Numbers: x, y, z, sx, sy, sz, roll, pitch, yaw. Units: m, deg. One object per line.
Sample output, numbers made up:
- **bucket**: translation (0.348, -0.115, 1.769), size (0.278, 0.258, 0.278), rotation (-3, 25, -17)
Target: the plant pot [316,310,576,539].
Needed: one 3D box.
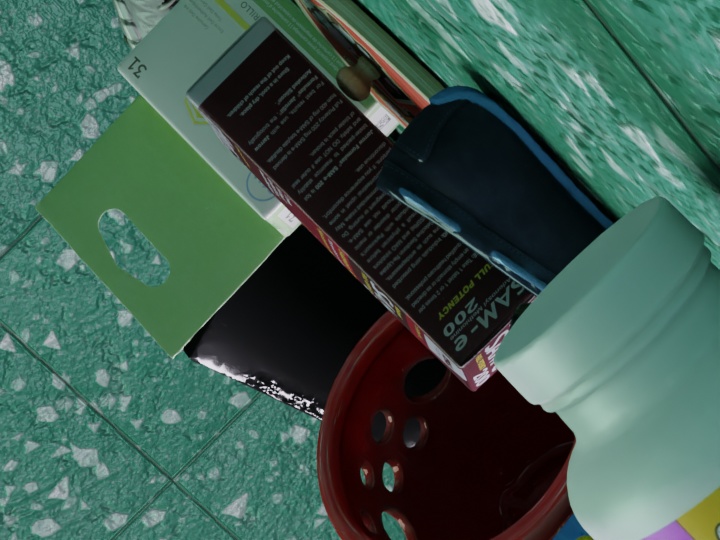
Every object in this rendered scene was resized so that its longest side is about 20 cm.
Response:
- **plant pot**: translation (0.099, 0.124, 1.248), size (0.200, 0.200, 0.182), rotation (44, -179, 43)

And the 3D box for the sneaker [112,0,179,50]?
- **sneaker**: translation (-0.118, -0.176, 1.315), size (0.200, 0.075, 0.115), rotation (55, 170, -30)

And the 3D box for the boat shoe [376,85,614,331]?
- **boat shoe**: translation (0.087, 0.010, 0.881), size (0.200, 0.069, 0.084), rotation (46, 179, -1)

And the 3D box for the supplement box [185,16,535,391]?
- **supplement box**: translation (0.006, -0.032, 1.052), size (0.200, 0.061, 0.109), rotation (44, 178, 11)

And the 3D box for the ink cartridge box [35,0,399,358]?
- **ink cartridge box**: translation (-0.093, -0.071, 1.203), size (0.146, 0.200, 0.048), rotation (45, -179, 23)

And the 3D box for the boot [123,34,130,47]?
- **boot**: translation (-0.161, -0.206, 1.900), size (0.074, 0.075, 0.200), rotation (49, 176, -35)

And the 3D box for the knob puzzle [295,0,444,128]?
- **knob puzzle**: translation (0.019, -0.083, 1.050), size (0.220, 0.030, 0.220), rotation (46, 179, 1)

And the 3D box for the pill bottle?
- **pill bottle**: translation (0.134, 0.074, 0.623), size (0.200, 0.104, 0.104), rotation (46, 179, -3)

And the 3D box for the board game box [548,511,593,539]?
- **board game box**: translation (0.169, 0.198, 1.171), size (0.056, 0.196, 0.200), rotation (36, 172, 40)

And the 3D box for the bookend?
- **bookend**: translation (0.000, 0.000, 1.389), size (0.198, 0.201, 0.092), rotation (26, -173, -25)
